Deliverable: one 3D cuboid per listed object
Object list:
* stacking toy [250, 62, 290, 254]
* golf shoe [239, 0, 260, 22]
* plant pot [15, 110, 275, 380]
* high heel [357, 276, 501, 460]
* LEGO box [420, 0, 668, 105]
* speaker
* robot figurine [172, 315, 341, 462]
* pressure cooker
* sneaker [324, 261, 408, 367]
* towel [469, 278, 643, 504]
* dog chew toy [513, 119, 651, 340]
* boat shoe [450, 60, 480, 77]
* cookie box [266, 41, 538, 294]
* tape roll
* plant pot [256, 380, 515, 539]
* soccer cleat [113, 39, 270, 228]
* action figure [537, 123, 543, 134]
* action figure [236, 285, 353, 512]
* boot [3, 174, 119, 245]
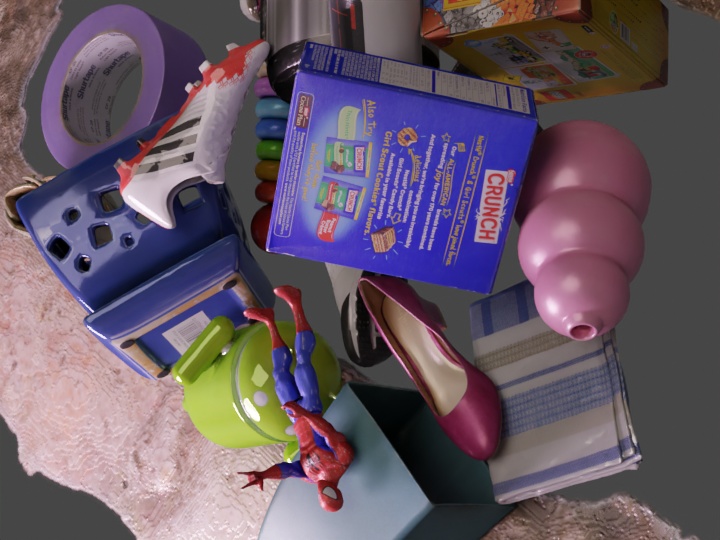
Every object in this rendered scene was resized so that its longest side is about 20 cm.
[{"bbox_3d":[-0.083,-0.118,1.345,0.085,0.085,0.203,7,88,36],"label":"stacking toy"},{"bbox_3d":[-0.116,-0.360,1.431,0.091,0.072,0.203,-17,60,37],"label":"golf shoe"},{"bbox_3d":[-0.204,-0.010,1.304,0.198,0.200,0.181,-30,68,-2],"label":"plant pot"},{"bbox_3d":[0.060,0.084,1.155,0.067,0.095,0.201,-43,45,26],"label":"high heel"},{"bbox_3d":[0.166,-0.216,1.116,0.147,0.199,0.078,-3,77,33],"label":"LEGO box"},{"bbox_3d":[0.014,-0.196,1.095,0.081,0.081,0.202,28,137,36],"label":"speaker"},{"bbox_3d":[-0.097,0.113,1.253,0.199,0.175,0.116,-16,38,51],"label":"robot figurine"},{"bbox_3d":[-0.006,-0.269,1.246,0.176,0.176,0.203,145,127,-68],"label":"pressure cooker"},{"bbox_3d":[0.000,0.000,1.270,0.080,0.073,0.203,-20,63,45],"label":"sneaker"},{"bbox_3d":[0.169,0.097,1.133,0.146,0.024,0.202,-24,57,30],"label":"towel"},{"bbox_3d":[0.187,-0.030,1.079,0.123,0.124,0.202,-20,45,29],"label":"dog chew toy"},{"bbox_3d":[0.093,-0.141,1.227,0.072,0.071,0.202,16,87,37],"label":"boat shoe"},{"bbox_3d":[0.033,-0.084,1.072,0.197,0.076,0.173,12,121,-2],"label":"cookie box"},{"bbox_3d":[-0.275,-0.201,1.491,0.198,0.085,0.203,-9,73,32],"label":"tape roll"},{"bbox_3d":[0.006,0.227,1.164,0.201,0.141,0.142,-51,56,20],"label":"plant pot"},{"bbox_3d":[-0.143,-0.128,1.196,0.085,0.069,0.200,43,92,1],"label":"soccer cleat"},{"bbox_3d":[0.085,-0.067,1.176,0.200,0.129,0.070,-48,49,18],"label":"action figure"},{"bbox_3d":[-0.067,0.113,1.095,0.065,0.098,0.202,-35,65,32],"label":"action figure"},{"bbox_3d":[-0.351,-0.072,1.469,0.199,0.154,0.073,32,97,35],"label":"boot"}]
